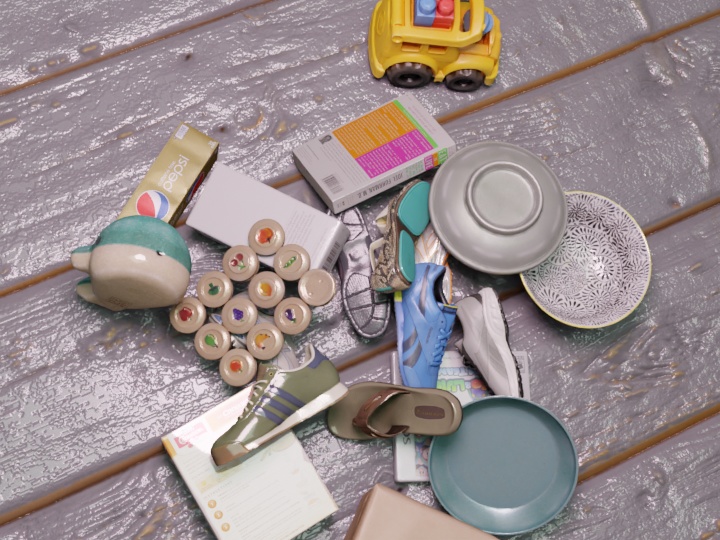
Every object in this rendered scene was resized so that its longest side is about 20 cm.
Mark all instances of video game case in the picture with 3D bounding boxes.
[{"bbox_3d":[0.143,0.204,1.489,0.200,0.024,0.182,1,75,-9],"label":"video game case"}]

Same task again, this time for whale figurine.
[{"bbox_3d":[-0.299,-0.007,1.382,0.159,0.200,0.104,22,63,-26],"label":"whale figurine"}]

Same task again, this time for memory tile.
[{"bbox_3d":[-0.143,0.042,1.405,0.200,0.017,0.153,-45,78,0],"label":"memory tile"}]

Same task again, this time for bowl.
[{"bbox_3d":[0.309,-0.006,1.536,0.201,0.094,0.201,2,76,-9],"label":"bowl"}]

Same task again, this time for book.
[{"bbox_3d":[0.019,-0.169,1.525,0.200,0.048,0.134,-26,48,-13],"label":"book"}]

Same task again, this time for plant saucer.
[{"bbox_3d":[0.191,0.257,1.424,0.200,0.036,0.200,1,103,7],"label":"plant saucer"},{"bbox_3d":[0.196,-0.095,1.470,0.200,0.050,0.200,2,71,-6],"label":"plant saucer"}]

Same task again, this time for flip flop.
[{"bbox_3d":[0.039,0.193,1.410,0.200,0.058,0.081,-2,97,31],"label":"flip flop"}]

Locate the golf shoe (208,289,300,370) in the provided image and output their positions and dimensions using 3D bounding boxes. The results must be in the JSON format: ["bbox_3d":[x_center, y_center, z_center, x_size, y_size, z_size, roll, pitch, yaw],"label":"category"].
[{"bbox_3d":[-0.112,0.106,1.450,0.200,0.078,0.097,42,67,2],"label":"golf shoe"}]

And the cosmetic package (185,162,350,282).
[{"bbox_3d":[-0.127,-0.059,1.462,0.200,0.074,0.102,27,86,13],"label":"cosmetic package"}]

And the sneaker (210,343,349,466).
[{"bbox_3d":[-0.117,0.165,1.356,0.200,0.067,0.090,-27,89,-24],"label":"sneaker"}]

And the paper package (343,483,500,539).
[{"bbox_3d":[0.064,0.404,1.382,0.200,0.103,0.191,25,73,-1],"label":"paper package"}]

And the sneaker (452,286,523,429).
[{"bbox_3d":[0.179,0.127,1.474,0.079,0.074,0.200,-17,77,7],"label":"sneaker"}]

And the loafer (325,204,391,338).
[{"bbox_3d":[0.000,0.000,1.504,0.072,0.063,0.200,-15,81,0],"label":"loafer"}]

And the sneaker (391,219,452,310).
[{"bbox_3d":[0.084,-0.029,1.518,0.092,0.076,0.200,3,74,-4],"label":"sneaker"}]

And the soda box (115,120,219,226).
[{"bbox_3d":[-0.275,-0.104,1.480,0.064,0.068,0.200,31,72,-1],"label":"soda box"}]

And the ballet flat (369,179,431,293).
[{"bbox_3d":[0.048,-0.047,1.457,0.068,0.075,0.200,49,38,-32],"label":"ballet flat"}]

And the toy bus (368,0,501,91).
[{"bbox_3d":[0.125,-0.364,1.552,0.200,0.192,0.136,4,73,-10],"label":"toy bus"}]

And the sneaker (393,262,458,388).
[{"bbox_3d":[0.094,0.088,1.442,0.078,0.066,0.200,-5,87,22],"label":"sneaker"}]

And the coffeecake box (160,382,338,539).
[{"bbox_3d":[-0.147,0.270,1.398,0.153,0.073,0.200,-29,82,-16],"label":"coffeecake box"}]
